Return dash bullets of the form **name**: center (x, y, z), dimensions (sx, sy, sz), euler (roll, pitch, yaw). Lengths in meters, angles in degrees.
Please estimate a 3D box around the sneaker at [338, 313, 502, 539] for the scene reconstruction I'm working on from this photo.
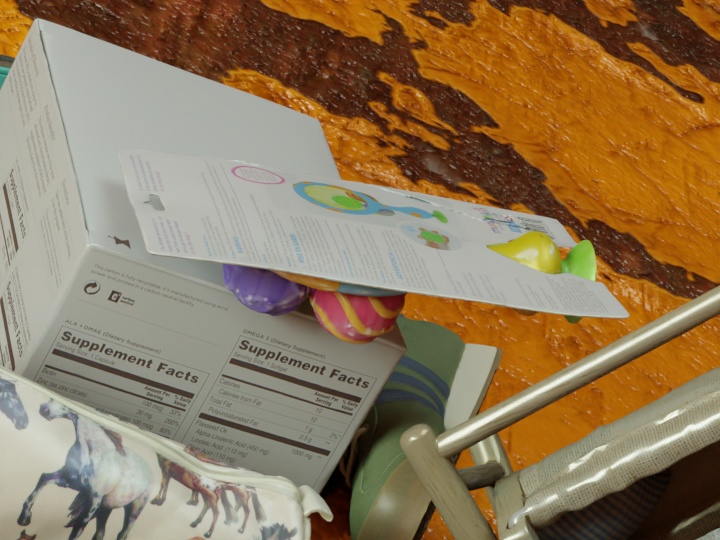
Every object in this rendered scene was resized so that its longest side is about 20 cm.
- **sneaker**: center (0.003, 0.072, 1.240), dimensions (0.089, 0.067, 0.200), euler (24, 24, 4)

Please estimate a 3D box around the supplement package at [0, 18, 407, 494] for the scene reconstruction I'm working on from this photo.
- **supplement package**: center (-0.088, 0.000, 1.208), dimensions (0.155, 0.111, 0.200), euler (19, 27, -24)

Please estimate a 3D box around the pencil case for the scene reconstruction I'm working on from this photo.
- **pencil case**: center (-0.115, 0.084, 1.044), dimensions (0.199, 0.090, 0.078), euler (24, 24, -15)

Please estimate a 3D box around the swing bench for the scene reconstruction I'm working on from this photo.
- **swing bench**: center (0.155, 0.108, 1.066), dimensions (0.201, 0.198, 0.130), euler (63, 12, 8)

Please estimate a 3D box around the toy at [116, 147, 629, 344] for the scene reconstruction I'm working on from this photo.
- **toy**: center (0.000, 0.000, 1.103), dimensions (0.199, 0.047, 0.115), euler (5, 21, -14)

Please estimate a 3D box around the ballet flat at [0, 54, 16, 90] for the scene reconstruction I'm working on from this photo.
- **ballet flat**: center (-0.217, -0.080, 1.274), dimensions (0.068, 0.068, 0.199), euler (33, 21, 36)

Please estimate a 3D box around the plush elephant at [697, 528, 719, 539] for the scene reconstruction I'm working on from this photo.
- **plush elephant**: center (0.207, 0.140, 1.217), dimensions (0.164, 0.155, 0.200), euler (3, 36, -46)
